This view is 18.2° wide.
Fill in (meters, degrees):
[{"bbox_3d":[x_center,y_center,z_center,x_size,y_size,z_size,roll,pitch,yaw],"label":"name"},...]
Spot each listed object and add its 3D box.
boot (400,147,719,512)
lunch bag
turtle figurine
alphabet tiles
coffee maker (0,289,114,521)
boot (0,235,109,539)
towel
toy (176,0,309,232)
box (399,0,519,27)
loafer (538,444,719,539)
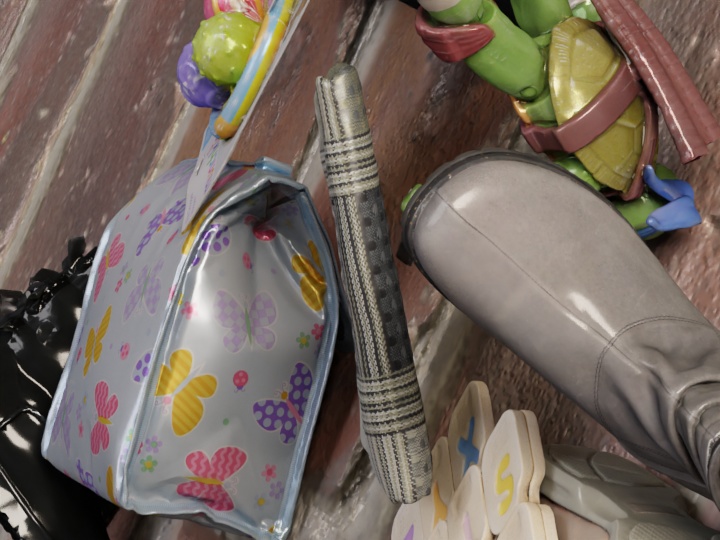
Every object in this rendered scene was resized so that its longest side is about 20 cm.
[{"bbox_3d":[0.110,0.038,0.811,0.070,0.199,0.132,-52,24,8],"label":"boot"},{"bbox_3d":[-0.085,0.037,1.264,0.169,0.126,0.202,9,85,66],"label":"lunch bag"},{"bbox_3d":[0.054,-0.092,1.013,0.143,0.195,0.200,-35,32,-5],"label":"turtle figurine"},{"bbox_3d":[0.039,0.155,0.977,0.201,0.014,0.197,116,157,-43],"label":"alphabet tiles"},{"bbox_3d":[-0.246,0.086,1.436,0.135,0.199,0.193,-38,36,44],"label":"coffee maker"},{"bbox_3d":[-0.164,0.094,1.376,0.162,0.199,0.073,-38,9,-16],"label":"boot"},{"bbox_3d":[0.000,0.000,1.054,0.200,0.034,0.194,-89,-12,-85],"label":"towel"},{"bbox_3d":[-0.060,-0.132,1.181,0.201,0.047,0.115,-55,14,28],"label":"toy"},{"bbox_3d":[0.106,-0.246,1.147,0.200,0.123,0.198,-28,45,53],"label":"box"},{"bbox_3d":[0.114,0.127,0.883,0.200,0.071,0.063,-136,56,-70],"label":"loafer"}]
